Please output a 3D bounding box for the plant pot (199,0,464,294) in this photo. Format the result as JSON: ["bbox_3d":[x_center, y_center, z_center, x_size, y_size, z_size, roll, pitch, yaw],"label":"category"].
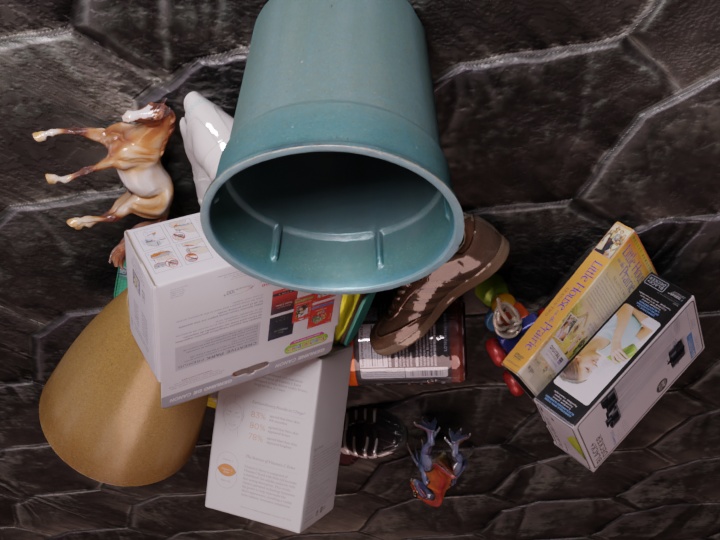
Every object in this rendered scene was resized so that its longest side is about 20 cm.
[{"bbox_3d":[-0.020,-0.115,0.816,0.199,0.197,0.200,1,149,0],"label":"plant pot"}]

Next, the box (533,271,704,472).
[{"bbox_3d":[0.290,0.114,1.129,0.200,0.060,0.117,-44,140,-11],"label":"box"}]

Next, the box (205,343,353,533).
[{"bbox_3d":[-0.092,0.178,1.167,0.124,0.201,0.097,10,-172,21],"label":"box"}]

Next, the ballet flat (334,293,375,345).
[{"bbox_3d":[0.000,0.000,1.119,0.067,0.067,0.200,38,125,9],"label":"ballet flat"}]

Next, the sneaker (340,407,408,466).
[{"bbox_3d":[0.002,0.262,1.570,0.199,0.076,0.115,-5,155,30],"label":"sneaker"}]

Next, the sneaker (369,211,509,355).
[{"bbox_3d":[0.069,0.010,1.124,0.076,0.071,0.200,40,111,-20],"label":"sneaker"}]

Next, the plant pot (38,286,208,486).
[{"bbox_3d":[-0.238,0.104,1.117,0.186,0.187,0.200,14,133,-20],"label":"plant pot"}]

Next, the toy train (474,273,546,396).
[{"bbox_3d":[0.167,0.046,1.163,0.084,0.116,0.200,-31,137,4],"label":"toy train"}]

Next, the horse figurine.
[{"bbox_3d":[-0.233,-0.088,1.001,0.132,0.050,0.200,-14,141,-7],"label":"horse figurine"}]

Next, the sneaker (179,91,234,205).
[{"bbox_3d":[-0.135,-0.114,0.956,0.075,0.089,0.200,-35,177,-14],"label":"sneaker"}]

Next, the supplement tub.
[{"bbox_3d":[0.029,0.086,1.234,0.199,0.107,0.107,-2,149,7],"label":"supplement tub"}]

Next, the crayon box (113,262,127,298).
[{"bbox_3d":[-0.167,0.021,1.179,0.199,0.058,0.119,-11,146,20],"label":"crayon box"}]

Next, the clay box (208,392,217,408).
[{"bbox_3d":[-0.140,0.154,1.299,0.199,0.048,0.115,5,166,18],"label":"clay box"}]

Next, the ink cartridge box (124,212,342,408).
[{"bbox_3d":[-0.121,0.026,1.002,0.199,0.084,0.176,-16,138,-25],"label":"ink cartridge box"}]

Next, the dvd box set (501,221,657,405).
[{"bbox_3d":[0.251,0.061,1.125,0.029,0.200,0.146,36,174,40],"label":"dvd box set"}]

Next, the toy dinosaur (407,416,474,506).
[{"bbox_3d":[0.109,0.315,1.578,0.105,0.200,0.182,12,119,12],"label":"toy dinosaur"}]
